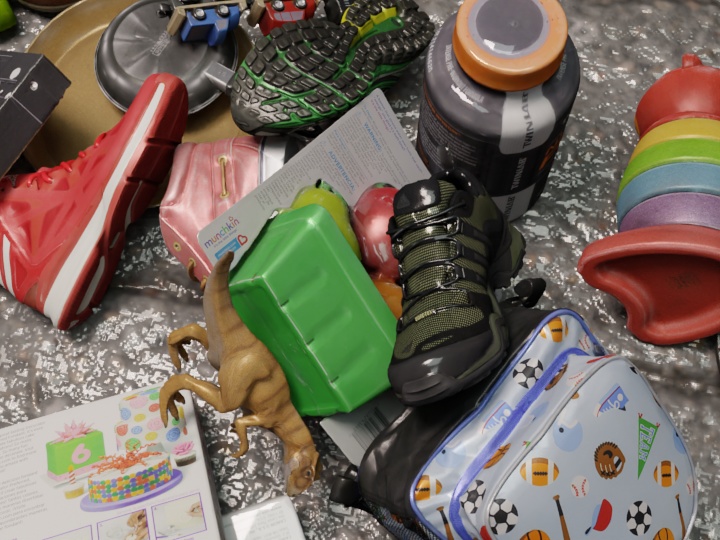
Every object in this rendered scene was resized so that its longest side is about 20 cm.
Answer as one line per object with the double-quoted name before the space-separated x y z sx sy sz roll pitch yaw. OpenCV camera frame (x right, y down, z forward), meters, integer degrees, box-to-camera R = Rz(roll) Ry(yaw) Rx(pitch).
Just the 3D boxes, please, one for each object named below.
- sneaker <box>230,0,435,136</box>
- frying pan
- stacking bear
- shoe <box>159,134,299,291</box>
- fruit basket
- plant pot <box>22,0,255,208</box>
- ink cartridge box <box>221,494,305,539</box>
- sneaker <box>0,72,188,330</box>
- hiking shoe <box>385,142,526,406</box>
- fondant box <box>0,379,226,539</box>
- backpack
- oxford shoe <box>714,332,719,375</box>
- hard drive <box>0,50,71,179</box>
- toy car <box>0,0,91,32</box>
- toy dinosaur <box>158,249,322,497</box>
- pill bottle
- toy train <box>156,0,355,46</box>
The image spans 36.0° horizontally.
"sneaker" -0.021 -0.137 0.820 0.078 0.085 0.200 45 45 13
"frying pan" -0.130 -0.145 0.856 0.115 0.031 0.190 -36 70 -13
"stacking bear" 0.239 -0.066 0.810 0.113 0.121 0.201 -15 47 37
"shoe" -0.092 0.001 0.797 0.091 0.071 0.201 -1 83 11
"fruit basket" 0.000 0.000 0.754 0.186 0.094 0.200 57 45 -15
"plant pot" -0.174 -0.135 0.879 0.199 0.028 0.201 0 69 0
"ink cartridge box" -0.091 0.265 0.712 0.162 0.057 0.201 -18 74 -7
"sneaker" -0.212 -0.068 0.796 0.115 0.078 0.200 29 92 6
"hiking shoe" 0.043 0.000 0.677 0.076 0.200 0.101 -25 111 26
"fondant box" -0.159 0.168 0.695 0.144 0.058 0.200 -16 40 -6
"backpack" 0.119 0.137 0.690 0.200 0.154 0.191 -46 116 -14
"oxford shoe" 0.300 0.088 0.762 0.072 0.084 0.201 -11 67 -2
"hard drive" -0.310 -0.075 0.810 0.139 0.038 0.200 13 64 45
"toy car" -0.268 -0.310 0.854 0.164 0.200 0.158 -29 71 -11
"toy dinosaur" -0.078 0.054 0.684 0.106 0.200 0.061 -5 37 24
"pill bottle" 0.094 -0.117 0.779 0.106 0.200 0.107 0 69 0
"toy train" -0.063 -0.205 0.871 0.199 0.034 0.046 -13 76 -29
